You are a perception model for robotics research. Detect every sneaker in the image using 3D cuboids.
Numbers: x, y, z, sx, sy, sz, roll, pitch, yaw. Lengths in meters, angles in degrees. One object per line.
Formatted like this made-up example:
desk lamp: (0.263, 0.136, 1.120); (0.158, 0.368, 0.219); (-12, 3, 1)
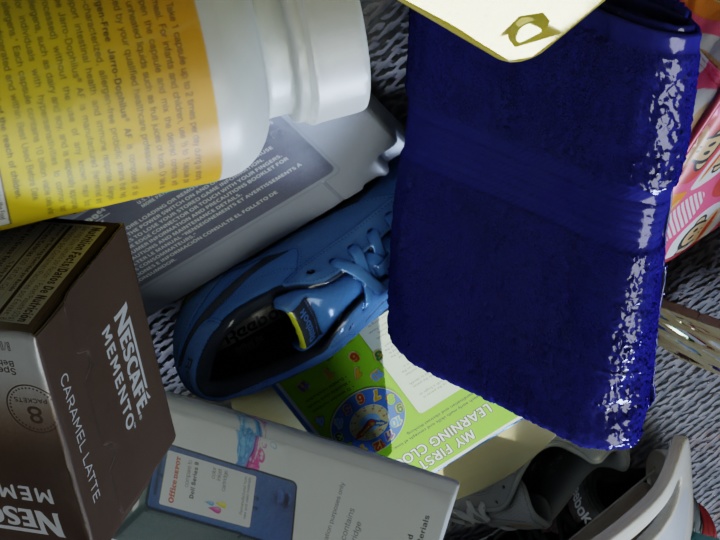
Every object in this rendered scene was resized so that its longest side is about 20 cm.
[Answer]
sneaker: (0.124, 0.172, 1.343); (0.200, 0.071, 0.098); (-17, 138, 3)
sneaker: (0.000, 0.000, 1.010); (0.200, 0.078, 0.066); (-33, 108, 3)
sneaker: (0.065, 0.120, 1.220); (0.200, 0.092, 0.076); (-35, 142, 20)

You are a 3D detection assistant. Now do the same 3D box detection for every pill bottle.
pill bottle: (-0.103, -0.082, 0.840); (0.199, 0.113, 0.113); (-14, 145, -10)

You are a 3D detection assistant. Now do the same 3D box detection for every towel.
towel: (0.079, -0.035, 0.925); (0.049, 0.147, 0.201); (-20, 124, -42)

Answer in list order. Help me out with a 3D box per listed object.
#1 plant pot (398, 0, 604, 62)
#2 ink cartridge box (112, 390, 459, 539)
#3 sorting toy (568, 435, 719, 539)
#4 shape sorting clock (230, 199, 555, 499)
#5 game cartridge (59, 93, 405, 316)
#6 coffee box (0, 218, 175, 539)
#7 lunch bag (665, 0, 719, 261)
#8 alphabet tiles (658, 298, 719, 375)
plant pot: (0.034, -0.192, 0.704); (0.200, 0.177, 0.200); (-39, 141, 25)
ink cartridge box: (-0.072, 0.108, 1.014); (0.199, 0.088, 0.145); (19, 175, -10)
sorting toy: (0.131, 0.169, 1.180); (0.200, 0.107, 0.180); (-36, 152, -19)
shape sorting clock: (0.029, 0.041, 1.101); (0.199, 0.039, 0.201); (-4, 118, -8)
game cartridge: (-0.091, -0.042, 0.969); (0.200, 0.041, 0.133); (-30, 148, 13)
coffee box: (-0.189, 0.040, 0.881); (0.199, 0.080, 0.115); (6, 127, 22)
lunch bag: (0.166, -0.085, 0.979); (0.176, 0.082, 0.200); (-20, 153, -44)
alphabet tiles: (0.204, 0.050, 1.118); (0.166, 0.200, 0.006); (32, 85, -35)
